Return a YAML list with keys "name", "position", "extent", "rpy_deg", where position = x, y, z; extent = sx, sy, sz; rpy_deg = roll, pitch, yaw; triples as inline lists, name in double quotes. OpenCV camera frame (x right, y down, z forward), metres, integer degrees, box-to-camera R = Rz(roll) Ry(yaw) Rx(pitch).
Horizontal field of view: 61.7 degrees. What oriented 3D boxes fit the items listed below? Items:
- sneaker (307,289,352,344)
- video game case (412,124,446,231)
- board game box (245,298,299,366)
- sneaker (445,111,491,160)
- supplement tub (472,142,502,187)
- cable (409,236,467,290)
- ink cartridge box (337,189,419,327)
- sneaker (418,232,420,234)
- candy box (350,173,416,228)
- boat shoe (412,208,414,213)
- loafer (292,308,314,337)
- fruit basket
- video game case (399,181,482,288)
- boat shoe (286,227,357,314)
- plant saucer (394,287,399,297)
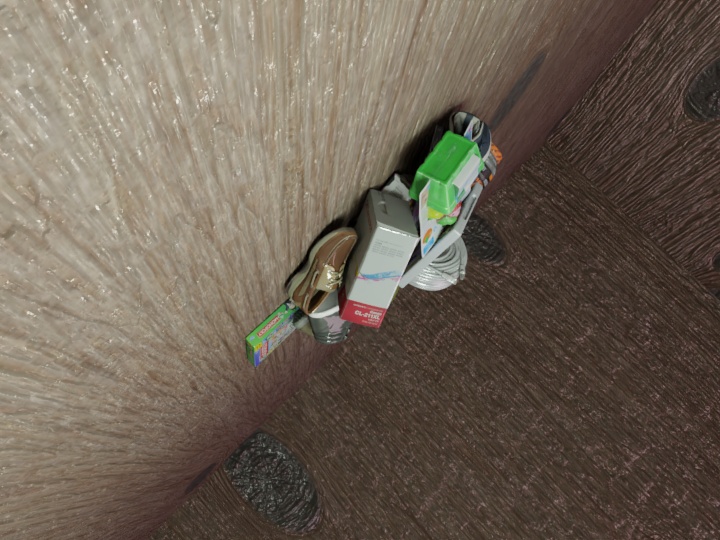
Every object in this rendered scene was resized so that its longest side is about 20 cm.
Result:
- name: "sneaker"
  position: [-0.020, 0.083, 1.227]
  extent: [0.198, 0.071, 0.100]
  rpy_deg: [-18, 133, -24]
- name: "video game case"
  position: [0.141, -0.178, 1.208]
  extent: [0.143, 0.019, 0.203]
  rpy_deg: [-10, 116, -76]
- name: "board game box"
  position: [-0.195, 0.139, 1.339]
  extent: [0.134, 0.029, 0.200]
  rpy_deg: [-44, 172, -20]
- name: "sneaker"
  position: [0.220, -0.271, 1.201]
  extent: [0.147, 0.076, 0.203]
  rpy_deg: [91, 25, -52]
- name: "supplement tub"
  position: [0.232, -0.219, 1.419]
  extent: [0.200, 0.122, 0.123]
  rpy_deg: [-49, 172, 1]
- name: "cable"
  position: [0.155, -0.047, 1.424]
  extent: [0.070, 0.197, 0.201]
  rpy_deg: [107, 3, -47]
- name: "ink cartridge box"
  position: [0.026, -0.023, 1.102]
  extent: [0.146, 0.082, 0.202]
  rpy_deg: [-97, -154, -57]
- name: "sneaker"
  position: [0.101, -0.095, 1.357]
  extent: [0.200, 0.077, 0.073]
  rpy_deg: [-45, 167, -52]
- name: "candy box"
  position: [0.042, -0.105, 1.233]
  extent: [0.200, 0.061, 0.136]
  rpy_deg: [-49, 174, 17]
- name: "boat shoe"
  position: [0.159, -0.205, 1.315]
  extent: [0.202, 0.071, 0.076]
  rpy_deg: [-66, 165, -4]
- name: "loafer"
  position: [-0.053, 0.066, 1.283]
  extent: [0.199, 0.070, 0.075]
  rpy_deg: [-40, -158, 3]
- name: "fruit basket"
  position: [0.162, -0.139, 1.088]
  extent: [0.186, 0.093, 0.201]
  rpy_deg: [-52, 150, -22]
- name: "video game case"
  position: [0.163, -0.072, 1.241]
  extent: [0.200, 0.022, 0.183]
  rpy_deg: [-46, -172, 44]
- name: "boat shoe"
  position: [-0.060, 0.004, 1.098]
  extent: [0.075, 0.072, 0.201]
  rpy_deg: [-9, 146, -45]
- name: "plant saucer"
  position: [0.050, 0.028, 1.576]
  extent: [0.199, 0.031, 0.203]
  rpy_deg: [-35, -135, 44]
